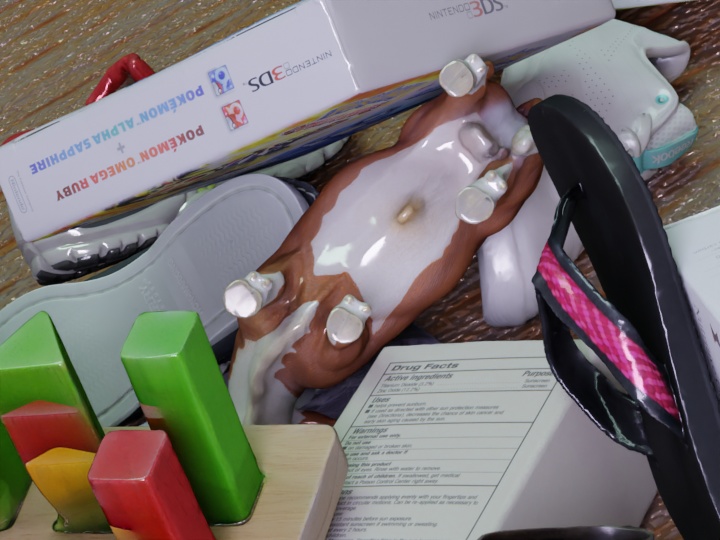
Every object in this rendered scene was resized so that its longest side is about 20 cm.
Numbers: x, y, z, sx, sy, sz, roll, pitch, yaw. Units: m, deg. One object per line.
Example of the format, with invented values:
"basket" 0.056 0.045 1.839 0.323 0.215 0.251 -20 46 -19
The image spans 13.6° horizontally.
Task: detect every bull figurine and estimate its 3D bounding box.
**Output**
"bull figurine" 0.000 0.000 1.169 0.200 0.065 0.121 -50 -4 -5

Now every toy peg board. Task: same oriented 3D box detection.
"toy peg board" -0.132 0.103 1.001 0.199 0.098 0.200 -2 42 22

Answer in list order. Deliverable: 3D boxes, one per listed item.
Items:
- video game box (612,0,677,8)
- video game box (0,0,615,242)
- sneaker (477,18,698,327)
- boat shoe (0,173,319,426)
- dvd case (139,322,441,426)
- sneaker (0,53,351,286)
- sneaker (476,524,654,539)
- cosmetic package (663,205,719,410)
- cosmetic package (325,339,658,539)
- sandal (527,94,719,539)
"video game box" 0.130 -0.182 1.445 0.181 0.047 0.200 -6 27 36
"video game box" -0.020 -0.076 1.220 0.182 0.047 0.200 -25 -2 37
"sneaker" 0.098 -0.051 1.284 0.088 0.076 0.201 4 39 12
"boat shoe" -0.090 0.027 1.306 0.199 0.076 0.060 -27 -17 22
"dvd case" -0.047 0.085 1.223 0.199 0.016 0.149 -33 30 -12
"sneaker" -0.081 -0.062 1.377 0.199 0.085 0.077 -25 4 -43
"sneaker" 0.021 0.142 0.906 0.074 0.107 0.199 6 14 38
"cosmetic package" 0.172 0.060 0.992 0.081 0.113 0.200 -20 27 -3
"cosmetic package" 0.019 0.115 1.065 0.103 0.073 0.200 -3 36 35
"sandal" 0.090 0.032 1.040 0.045 0.201 0.075 -17 -14 -7
